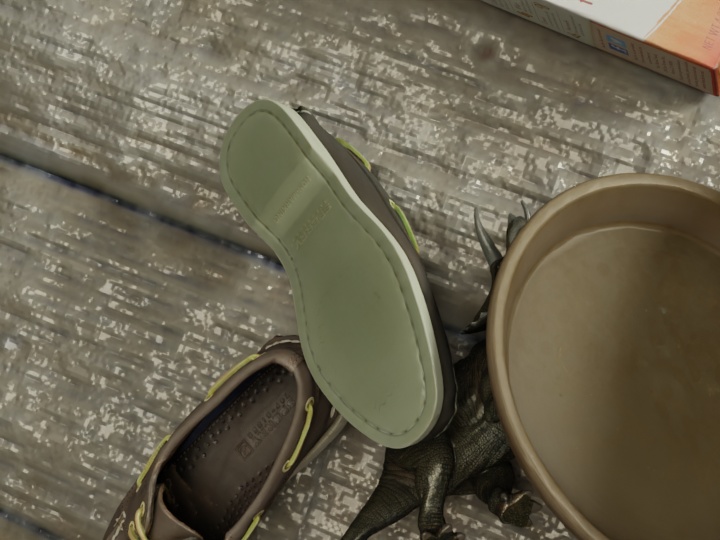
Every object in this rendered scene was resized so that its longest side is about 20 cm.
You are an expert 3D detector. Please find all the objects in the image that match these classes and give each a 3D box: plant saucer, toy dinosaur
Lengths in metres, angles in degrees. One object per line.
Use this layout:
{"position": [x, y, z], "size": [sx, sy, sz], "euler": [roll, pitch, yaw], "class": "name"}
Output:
{"position": [0.143, 0.051, 0.740], "size": [0.198, 0.029, 0.202], "euler": [9, 63, -18], "class": "plant saucer"}
{"position": [0.054, 0.077, 0.790], "size": [0.076, 0.102, 0.201], "euler": [26, 104, -24], "class": "toy dinosaur"}

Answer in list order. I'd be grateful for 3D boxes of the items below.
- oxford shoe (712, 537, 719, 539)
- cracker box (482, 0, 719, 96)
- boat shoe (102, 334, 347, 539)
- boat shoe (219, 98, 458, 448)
{"position": [0.096, 0.167, 0.766], "size": [0.197, 0.071, 0.074], "euler": [-10, 84, 13], "class": "oxford shoe"}
{"position": [0.113, -0.189, 0.818], "size": [0.198, 0.058, 0.135], "euler": [24, 88, 17], "class": "cracker box"}
{"position": [-0.081, 0.115, 0.813], "size": [0.072, 0.059, 0.200], "euler": [44, 103, 16], "class": "boat shoe"}
{"position": [0.000, 0.000, 0.790], "size": [0.072, 0.060, 0.202], "euler": [-44, 55, 23], "class": "boat shoe"}
